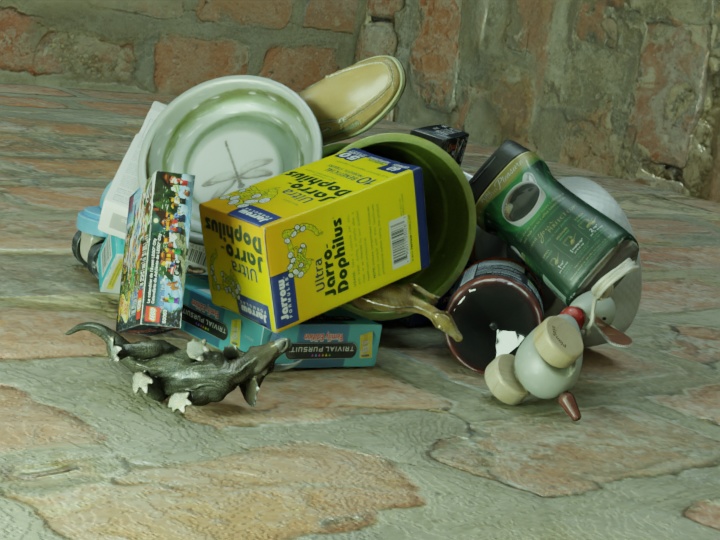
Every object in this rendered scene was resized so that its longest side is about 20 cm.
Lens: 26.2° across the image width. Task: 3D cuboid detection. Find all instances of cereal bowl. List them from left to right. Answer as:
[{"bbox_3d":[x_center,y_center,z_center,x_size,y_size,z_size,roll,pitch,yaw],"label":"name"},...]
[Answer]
[{"bbox_3d":[0.232,-0.003,1.797,0.083,0.202,0.200,-15,22,-29],"label":"cereal bowl"}]

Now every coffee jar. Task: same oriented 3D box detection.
[{"bbox_3d":[0.202,-0.052,1.698,0.200,0.104,0.085,45,6,30],"label":"coffee jar"}]

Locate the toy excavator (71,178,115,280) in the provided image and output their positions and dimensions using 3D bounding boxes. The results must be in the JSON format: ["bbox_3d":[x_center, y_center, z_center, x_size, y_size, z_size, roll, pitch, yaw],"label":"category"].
[{"bbox_3d":[-0.226,-0.088,1.788,0.193,0.202,0.100,4,12,-24],"label":"toy excavator"}]

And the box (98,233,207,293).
[{"bbox_3d":[-0.183,-0.009,1.711,0.198,0.049,0.082,5,-33,-23],"label":"box"}]

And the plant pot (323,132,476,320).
[{"bbox_3d":[0.002,-0.068,1.718,0.198,0.202,0.190,6,12,-20],"label":"plant pot"}]

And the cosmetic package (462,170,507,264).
[{"bbox_3d":[0.124,-0.039,1.880,0.101,0.071,0.200,27,-20,19],"label":"cosmetic package"}]

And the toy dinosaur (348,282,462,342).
[{"bbox_3d":[0.009,0.023,1.554,0.198,0.059,0.101,11,11,1],"label":"toy dinosaur"}]

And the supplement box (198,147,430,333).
[{"bbox_3d":[-0.042,-0.034,1.511,0.199,0.110,0.108,-23,28,-35],"label":"supplement box"}]

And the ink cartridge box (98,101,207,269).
[{"bbox_3d":[-0.183,-0.091,1.697,0.160,0.050,0.201,20,37,-5],"label":"ink cartridge box"}]

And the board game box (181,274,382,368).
[{"bbox_3d":[-0.099,0.051,1.590,0.150,0.047,0.199,2,13,-40],"label":"board game box"}]

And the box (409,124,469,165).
[{"bbox_3d":[0.083,-0.093,2.096,0.049,0.202,0.158,18,13,14],"label":"box"}]

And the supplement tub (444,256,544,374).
[{"bbox_3d":[0.148,0.044,1.691,0.106,0.108,0.200,11,9,6],"label":"supplement tub"}]

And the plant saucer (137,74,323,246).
[{"bbox_3d":[-0.133,-0.108,1.626,0.199,0.201,0.050,12,-22,16],"label":"plant saucer"}]

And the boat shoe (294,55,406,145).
[{"bbox_3d":[-0.043,-0.171,1.665,0.199,0.072,0.076,-30,-21,28],"label":"boat shoe"}]

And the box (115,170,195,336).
[{"bbox_3d":[-0.194,-0.012,1.449,0.037,0.138,0.200,7,-6,-14],"label":"box"}]

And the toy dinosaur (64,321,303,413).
[{"bbox_3d":[-0.159,0.087,1.330,0.198,0.078,0.102,1,-10,16],"label":"toy dinosaur"}]

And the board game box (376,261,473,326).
[{"bbox_3d":[0.000,0.000,1.839,0.199,0.062,0.199,-13,31,-38],"label":"board game box"}]

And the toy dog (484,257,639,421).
[{"bbox_3d":[0.217,0.085,1.546,0.199,0.097,0.132,-33,-7,-32],"label":"toy dog"}]
